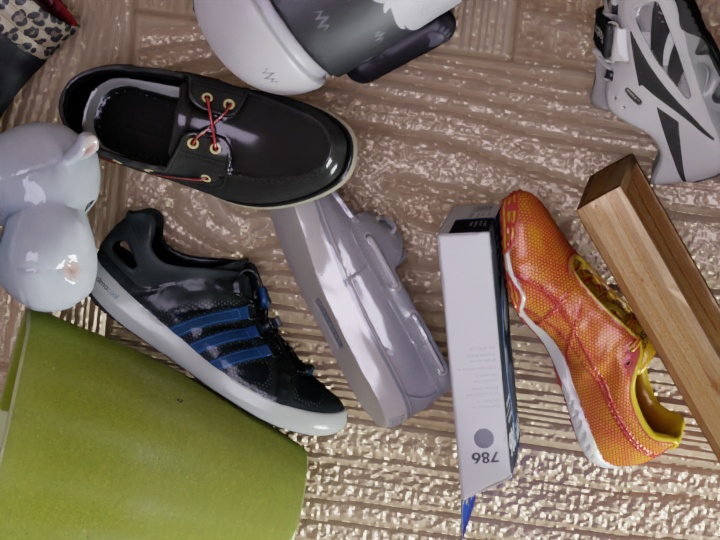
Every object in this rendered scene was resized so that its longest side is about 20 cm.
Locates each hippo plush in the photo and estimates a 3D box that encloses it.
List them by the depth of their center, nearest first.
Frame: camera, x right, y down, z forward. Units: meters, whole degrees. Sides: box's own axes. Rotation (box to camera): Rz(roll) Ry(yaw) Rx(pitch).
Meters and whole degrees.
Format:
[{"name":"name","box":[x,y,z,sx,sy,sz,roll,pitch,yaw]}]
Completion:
[{"name":"hippo plush","box":[-0.248,-0.038,1.610,0.160,0.159,0.201,-1,75,-21]}]

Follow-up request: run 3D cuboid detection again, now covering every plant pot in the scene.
[{"name":"plant pot","box":[-0.141,0.137,1.653,0.199,0.187,0.188,13,104,-10]}]

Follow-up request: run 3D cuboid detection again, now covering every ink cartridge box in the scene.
[{"name":"ink cartridge box","box":[0.078,0.064,1.632,0.039,0.099,0.201,-3,102,7]}]

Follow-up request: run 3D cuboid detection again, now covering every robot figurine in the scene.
[{"name":"robot figurine","box":[-0.010,-0.195,1.580,0.199,0.125,0.151,-31,90,13]}]

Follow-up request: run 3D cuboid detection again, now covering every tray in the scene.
[{"name":"tray","box":[0.202,0.030,1.604,0.037,0.099,0.201,-29,98,16]}]

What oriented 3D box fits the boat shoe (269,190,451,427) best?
[{"name":"boat shoe","box":[0.000,0.000,1.650,0.068,0.072,0.201,-26,85,-16]}]

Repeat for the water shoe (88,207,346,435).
[{"name":"water shoe","box":[-0.085,0.033,1.664,0.199,0.072,0.079,32,100,-1]}]

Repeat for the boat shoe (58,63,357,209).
[{"name":"boat shoe","box":[-0.099,-0.086,1.612,0.200,0.063,0.074,12,86,25]}]

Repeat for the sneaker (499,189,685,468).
[{"name":"sneaker","box":[0.149,0.031,1.628,0.077,0.073,0.201,-21,109,25]}]

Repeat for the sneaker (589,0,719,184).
[{"name":"sneaker","box":[0.174,-0.142,1.587,0.088,0.074,0.201,-22,102,16]}]

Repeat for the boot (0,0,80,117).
[{"name":"boot","box":[-0.297,-0.165,1.649,0.203,0.074,0.154,41,107,-9]}]
